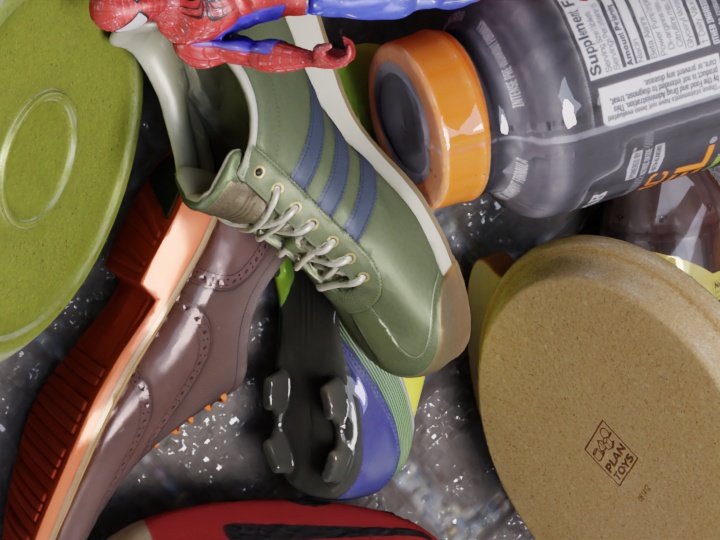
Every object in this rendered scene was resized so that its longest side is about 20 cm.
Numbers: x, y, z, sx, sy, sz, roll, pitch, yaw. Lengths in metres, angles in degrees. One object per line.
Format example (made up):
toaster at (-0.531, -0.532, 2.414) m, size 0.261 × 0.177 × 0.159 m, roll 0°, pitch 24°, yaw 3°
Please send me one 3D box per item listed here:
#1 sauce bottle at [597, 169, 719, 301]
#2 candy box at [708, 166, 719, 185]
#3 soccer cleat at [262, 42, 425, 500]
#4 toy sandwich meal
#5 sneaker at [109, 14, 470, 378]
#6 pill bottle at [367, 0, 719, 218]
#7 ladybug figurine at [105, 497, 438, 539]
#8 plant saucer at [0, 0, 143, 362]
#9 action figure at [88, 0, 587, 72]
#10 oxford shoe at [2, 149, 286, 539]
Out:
sauce bottle at (0.139, 0.000, 1.317) m, size 0.066 × 0.066 × 0.202 m, roll -15°, pitch 107°, yaw -23°
candy box at (0.228, -0.117, 1.329) m, size 0.135 × 0.061 × 0.202 m, roll -9°, pitch 109°, yaw -25°
soccer cleat at (-0.001, 0.000, 1.257) m, size 0.083 × 0.064 × 0.202 m, roll -9°, pitch 106°, yaw -56°
toy sandwich meal at (0.127, 0.065, 1.254) m, size 0.070 × 0.204 × 0.207 m, roll -27°, pitch 116°, yaw -37°
sneaker at (-0.035, -0.035, 1.152) m, size 0.090 × 0.067 × 0.201 m, roll -34°, pitch 100°, yaw -44°
pill bottle at (0.105, -0.085, 1.201) m, size 0.199 × 0.106 × 0.107 m, roll -17°, pitch 112°, yaw -20°
ladybug figurine at (-0.035, 0.143, 1.221) m, size 0.198 × 0.136 × 0.072 m, roll -1°, pitch 112°, yaw -19°
plant saucer at (-0.135, -0.046, 1.113) m, size 0.200 × 0.031 × 0.201 m, roll -49°, pitch 149°, yaw -44°
action figure at (-0.001, -0.112, 1.079) m, size 0.199 × 0.099 × 0.066 m, roll -11°, pitch 102°, yaw -15°
oxford shoe at (-0.087, 0.051, 1.204) m, size 0.072 × 0.071 × 0.201 m, roll 25°, pitch 97°, yaw -25°
